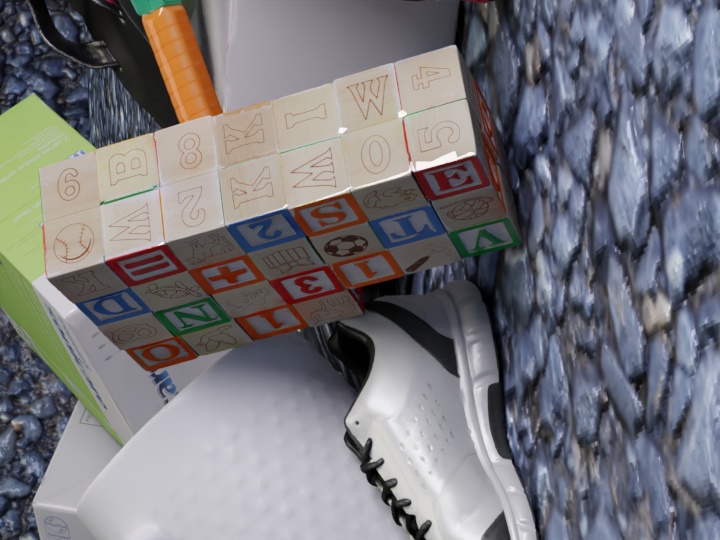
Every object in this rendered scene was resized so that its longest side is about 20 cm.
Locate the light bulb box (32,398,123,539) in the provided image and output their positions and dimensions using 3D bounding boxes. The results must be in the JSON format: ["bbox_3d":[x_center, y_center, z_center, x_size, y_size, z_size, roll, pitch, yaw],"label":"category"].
[{"bbox_3d":[-0.104,0.149,1.231,0.198,0.124,0.200,-71,-16,-46],"label":"light bulb box"}]

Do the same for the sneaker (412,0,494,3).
[{"bbox_3d":[0.022,-0.220,0.916,0.081,0.074,0.201,114,151,-63],"label":"sneaker"}]

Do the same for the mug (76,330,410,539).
[{"bbox_3d":[-0.045,0.148,0.970,0.175,0.200,0.148,46,131,8],"label":"mug"}]

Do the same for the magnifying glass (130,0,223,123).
[{"bbox_3d":[-0.105,-0.146,0.953,0.080,0.022,0.201,-24,-88,-65],"label":"magnifying glass"}]

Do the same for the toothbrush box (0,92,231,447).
[{"bbox_3d":[-0.150,0.010,1.120,0.200,0.086,0.146,40,160,47],"label":"toothbrush box"}]

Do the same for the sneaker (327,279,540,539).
[{"bbox_3d":[0.032,0.099,0.924,0.074,0.080,0.200,109,154,-54],"label":"sneaker"}]

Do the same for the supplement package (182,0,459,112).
[{"bbox_3d":[-0.030,-0.144,1.057,0.200,0.119,0.122,-115,28,-60],"label":"supplement package"}]

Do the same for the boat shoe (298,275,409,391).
[{"bbox_3d":[-0.002,0.000,1.089,0.066,0.074,0.200,-19,56,50],"label":"boat shoe"}]

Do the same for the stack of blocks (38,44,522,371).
[{"bbox_3d":[-0.032,-0.024,0.898,0.115,0.199,0.059,53,-156,-60],"label":"stack of blocks"}]

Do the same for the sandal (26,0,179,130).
[{"bbox_3d":[-0.147,-0.139,1.041,0.200,0.045,0.075,52,157,32],"label":"sandal"}]
